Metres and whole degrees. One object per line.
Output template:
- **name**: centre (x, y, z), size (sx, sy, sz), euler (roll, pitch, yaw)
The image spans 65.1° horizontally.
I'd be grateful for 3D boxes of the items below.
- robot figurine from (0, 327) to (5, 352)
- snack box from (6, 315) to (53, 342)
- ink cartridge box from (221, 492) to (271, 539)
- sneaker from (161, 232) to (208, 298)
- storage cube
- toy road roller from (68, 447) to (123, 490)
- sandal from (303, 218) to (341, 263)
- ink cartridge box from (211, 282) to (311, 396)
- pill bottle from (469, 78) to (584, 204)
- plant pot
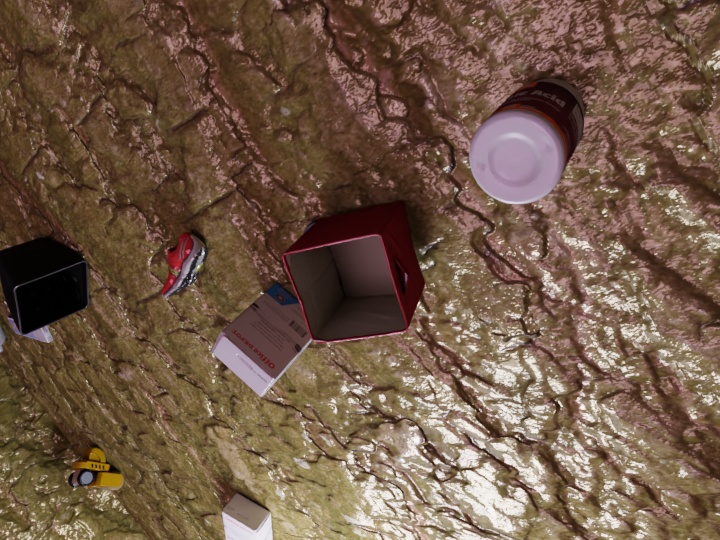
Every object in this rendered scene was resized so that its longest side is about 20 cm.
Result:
- **robot figurine**: centre (-1.395, 0.222, 2.082), size (0.169, 0.112, 0.202), euler (28, 134, 39)
- **snack box**: centre (-1.161, 0.203, 1.979), size (0.198, 0.024, 0.072), euler (8, 124, 28)
- **ink cartridge box**: centre (-0.369, 0.849, 1.854), size (0.145, 0.083, 0.201), euler (20, 129, 21)
- **sneaker**: centre (-0.430, -0.015, 1.346), size (0.085, 0.077, 0.200), euler (44, 122, 6)
- **storage cube**: centre (0.000, 0.000, 0.971), size (0.198, 0.180, 0.172), euler (-11, 110, 21)
- **toy road roller**: centre (-1.043, 0.789, 2.244), size (0.122, 0.147, 0.199), euler (-21, 144, 39)
- **sandal**: centre (-0.027, -0.040, 1.082), size (0.199, 0.043, 0.077), euler (25, 130, 17)
- **ink cartridge box**: centre (-0.195, 0.143, 1.203), size (0.146, 0.200, 0.084), euler (41, 132, 3)
- **pill bottle**: centre (0.223, -0.176, 0.728), size (0.113, 0.200, 0.115), euler (16, 126, 22)
- **plant pot**: centre (-0.916, 0.023, 1.607), size (0.177, 0.199, 0.200), euler (41, 134, 20)
